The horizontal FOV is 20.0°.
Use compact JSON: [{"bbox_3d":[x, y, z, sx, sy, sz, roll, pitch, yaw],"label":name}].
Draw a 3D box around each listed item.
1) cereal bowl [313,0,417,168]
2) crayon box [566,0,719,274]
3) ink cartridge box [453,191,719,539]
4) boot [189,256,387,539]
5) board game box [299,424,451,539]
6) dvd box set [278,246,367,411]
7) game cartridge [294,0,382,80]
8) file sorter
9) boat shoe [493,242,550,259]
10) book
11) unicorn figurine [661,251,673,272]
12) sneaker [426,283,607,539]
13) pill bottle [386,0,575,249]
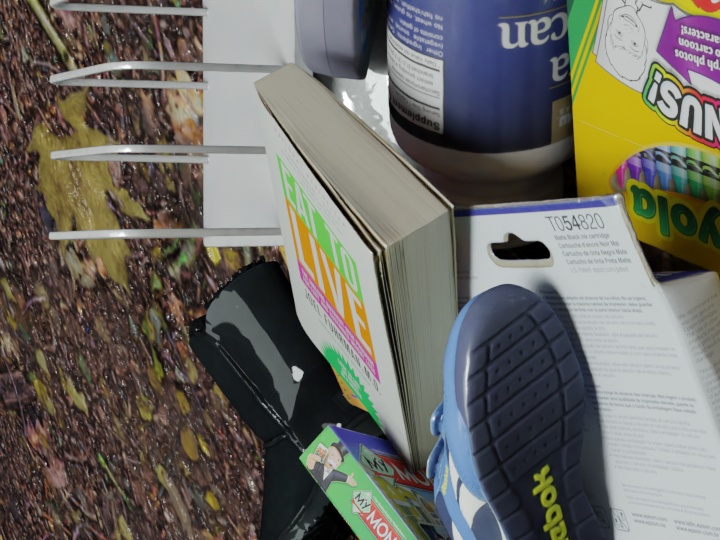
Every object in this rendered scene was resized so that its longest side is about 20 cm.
[{"bbox_3d":[-0.004,-0.102,1.243,0.200,0.083,0.201,36,137,43],"label":"cereal bowl"},{"bbox_3d":[0.183,-0.084,0.963,0.200,0.058,0.174,27,130,49],"label":"crayon box"},{"bbox_3d":[0.119,0.049,1.002,0.199,0.040,0.201,0,117,61],"label":"ink cartridge box"},{"bbox_3d":[-0.060,0.107,1.460,0.168,0.076,0.201,50,140,23],"label":"boot"},{"bbox_3d":[0.065,0.156,1.142,0.029,0.199,0.135,-49,56,15],"label":"board game box"},{"bbox_3d":[0.022,0.031,1.182,0.200,0.029,0.147,17,134,62],"label":"dvd box set"},{"bbox_3d":[-0.005,-0.179,1.076,0.200,0.040,0.134,82,-158,-76],"label":"game cartridge"},{"bbox_3d":[-0.110,-0.115,1.200,0.138,0.124,0.202,1,91,63],"label":"file sorter"},{"bbox_3d":[0.107,0.083,1.191,0.070,0.070,0.202,-8,103,63],"label":"boat shoe"},{"bbox_3d":[0.000,0.000,1.085,0.134,0.048,0.201,50,161,34],"label":"book"},{"bbox_3d":[0.202,0.062,1.004,0.201,0.074,0.137,58,161,5],"label":"unicorn figurine"},{"bbox_3d":[0.067,0.090,1.010,0.082,0.074,0.201,33,142,47],"label":"sneaker"},{"bbox_3d":[0.069,-0.117,1.080,0.111,0.110,0.201,36,138,44],"label":"pill bottle"}]
